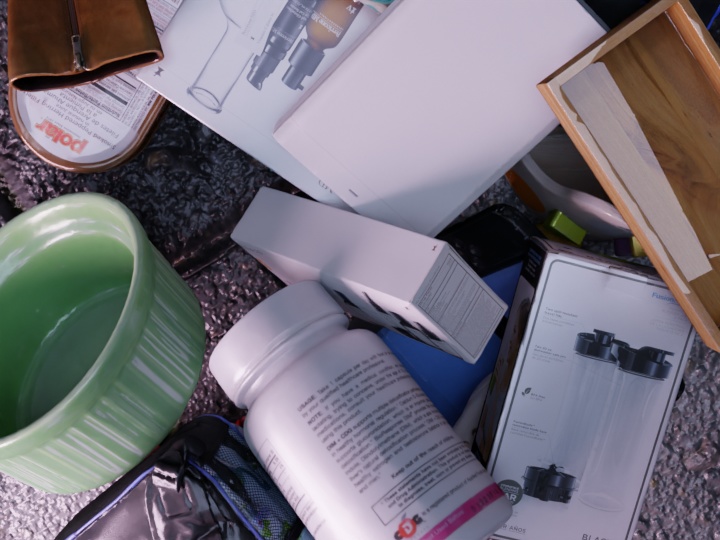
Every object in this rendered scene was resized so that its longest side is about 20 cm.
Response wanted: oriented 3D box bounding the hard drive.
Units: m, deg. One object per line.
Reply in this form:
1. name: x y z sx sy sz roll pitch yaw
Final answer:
1. hard drive: 0.057 -0.116 0.749 0.132 0.026 0.200 40 114 -19

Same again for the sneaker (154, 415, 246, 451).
1. sneaker: -0.108 0.143 0.883 0.115 0.078 0.201 29 95 -9

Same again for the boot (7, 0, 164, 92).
1. boot: -0.162 -0.232 0.776 0.186 0.069 0.202 -15 69 -1

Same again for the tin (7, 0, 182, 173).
1. tin: -0.181 -0.165 0.849 0.111 0.042 0.201 31 96 -4

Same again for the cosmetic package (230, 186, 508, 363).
1. cosmetic package: 0.000 0.000 0.797 0.083 0.199 0.051 44 74 -39

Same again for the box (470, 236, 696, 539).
1. box: 0.149 0.089 0.791 0.115 0.060 0.202 13 100 -5

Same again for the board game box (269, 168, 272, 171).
1. board game box: 0.012 -0.170 0.857 0.198 0.045 0.154 -13 100 -1

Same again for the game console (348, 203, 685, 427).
1. game console: 0.107 0.073 0.870 0.200 0.176 0.117 44 65 -10

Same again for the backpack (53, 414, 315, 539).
1. backpack: -0.098 0.217 0.795 0.183 0.147 0.200 -40 93 18

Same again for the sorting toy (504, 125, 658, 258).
1. sorting toy: 0.207 -0.053 0.822 0.198 0.180 0.108 -3 99 -3

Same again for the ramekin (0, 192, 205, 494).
1. ramekin: -0.204 0.055 0.802 0.200 0.200 0.098 -39 135 3

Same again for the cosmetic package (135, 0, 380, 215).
1. cosmetic package: -0.033 -0.143 0.811 0.199 0.052 0.151 33 98 -9

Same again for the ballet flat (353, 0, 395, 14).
1. ballet flat: 0.036 -0.196 0.757 0.199 0.072 0.072 26 96 -14

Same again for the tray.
1. tray: 0.205 -0.060 0.712 0.098 0.037 0.201 -35 97 1

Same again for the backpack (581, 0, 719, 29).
1. backpack: 0.195 -0.247 0.782 0.161 0.168 0.201 24 106 -2

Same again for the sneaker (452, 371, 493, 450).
1. sneaker: 0.088 0.149 0.859 0.073 0.085 0.200 36 118 -3

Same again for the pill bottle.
1. pill bottle: -0.004 0.111 0.748 0.113 0.113 0.200 -40 74 3
